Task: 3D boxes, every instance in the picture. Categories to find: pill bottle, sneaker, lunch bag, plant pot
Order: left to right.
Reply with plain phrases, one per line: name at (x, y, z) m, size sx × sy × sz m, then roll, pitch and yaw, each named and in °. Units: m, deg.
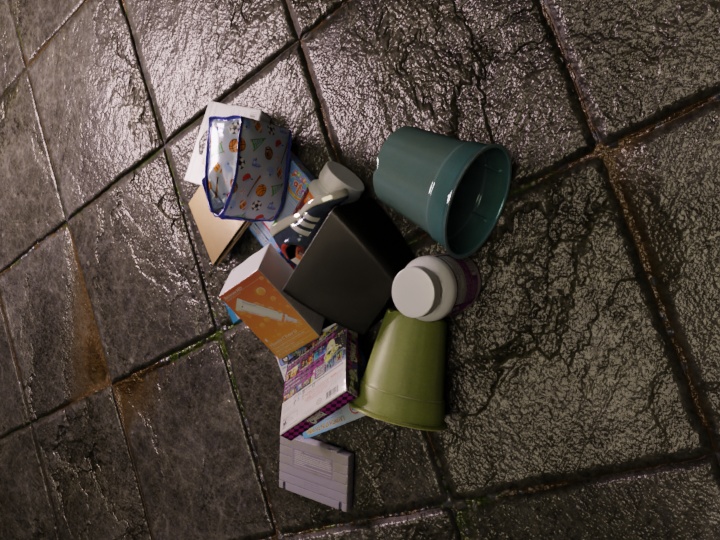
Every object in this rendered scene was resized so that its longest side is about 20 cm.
lunch bag at (-0.241, -0.208, 1.276) m, size 0.121 × 0.168 × 0.208 m, roll 7°, pitch 95°, yaw 35°
sneaker at (-0.087, -0.085, 1.164) m, size 0.197 × 0.074 × 0.087 m, roll -28°, pitch 89°, yaw 36°
pill bottle at (-0.080, -0.114, 1.256) m, size 0.114 × 0.113 × 0.203 m, roll 43°, pitch 115°, yaw 21°
plant pot at (0.000, 0.000, 1.181) m, size 0.176 × 0.199 × 0.202 m, roll 39°, pitch 113°, yaw 10°
plant pot at (0.090, 0.178, 1.148) m, size 0.195 × 0.198 × 0.197 m, roll 12°, pitch 88°, yaw 30°
pill bottle at (0.135, 0.029, 1.080) m, size 0.109 × 0.198 × 0.117 m, roll 3°, pitch 96°, yaw 31°
plant pot at (0.137, -0.157, 1.080) m, size 0.194 × 0.197 × 0.206 m, roll 31°, pitch 110°, yaw 34°

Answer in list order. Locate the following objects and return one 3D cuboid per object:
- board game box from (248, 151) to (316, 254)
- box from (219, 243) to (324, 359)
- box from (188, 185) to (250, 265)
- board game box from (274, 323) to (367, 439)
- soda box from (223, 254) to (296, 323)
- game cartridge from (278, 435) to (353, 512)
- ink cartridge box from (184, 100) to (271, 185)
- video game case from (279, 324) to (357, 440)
board game box at (-0.180, -0.151, 1.363) m, size 0.152 × 0.036 × 0.202 m, roll 47°, pitch 117°, yaw 22°
box at (-0.182, 0.068, 1.285) m, size 0.122 × 0.099 × 0.201 m, roll -29°, pitch 115°, yaw 26°
box at (-0.340, -0.143, 1.449) m, size 0.164 × 0.021 × 0.203 m, roll -46°, pitch 58°, yaw 28°
board game box at (-0.073, 0.237, 1.316) m, size 0.197 × 0.055 × 0.202 m, roll -27°, pitch 80°, yaw 31°
soda box at (-0.226, 0.043, 1.390) m, size 0.198 × 0.067 × 0.065 m, roll -38°, pitch 74°, yaw 29°
game cartridge at (-0.101, 0.450, 1.366) m, size 0.194 × 0.038 × 0.135 m, roll 7°, pitch 94°, yaw 32°
ink cartridge box at (-0.310, -0.280, 1.404) m, size 0.169 × 0.043 × 0.207 m, roll 17°, pitch 88°, yaw 31°
video game case at (-0.082, 0.213, 1.202) m, size 0.199 × 0.035 × 0.185 m, roll -39°, pitch 33°, yaw 29°
